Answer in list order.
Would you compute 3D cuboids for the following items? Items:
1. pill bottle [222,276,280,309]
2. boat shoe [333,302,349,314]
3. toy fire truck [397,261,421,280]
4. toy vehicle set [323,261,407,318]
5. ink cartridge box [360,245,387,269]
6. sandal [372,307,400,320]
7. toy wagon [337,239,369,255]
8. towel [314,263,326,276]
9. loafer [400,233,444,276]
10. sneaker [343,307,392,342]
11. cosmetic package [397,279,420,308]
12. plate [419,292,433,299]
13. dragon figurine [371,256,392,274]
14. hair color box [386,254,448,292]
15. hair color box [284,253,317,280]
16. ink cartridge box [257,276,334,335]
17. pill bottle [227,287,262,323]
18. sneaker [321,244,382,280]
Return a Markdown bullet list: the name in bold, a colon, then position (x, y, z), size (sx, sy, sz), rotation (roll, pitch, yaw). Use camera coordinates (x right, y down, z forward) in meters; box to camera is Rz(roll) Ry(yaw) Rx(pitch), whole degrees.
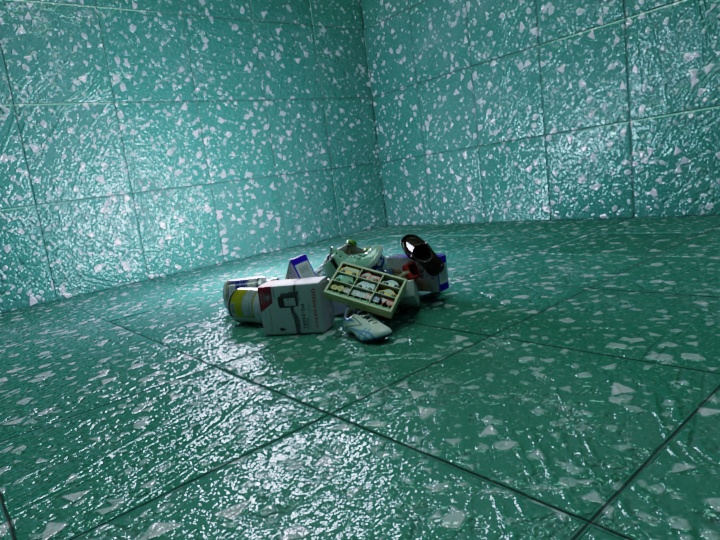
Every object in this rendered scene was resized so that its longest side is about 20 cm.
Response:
- **pill bottle**: position (-0.388, 0.083, 1.971), size (0.196, 0.118, 0.116), rotation (-6, 9, 6)
- **boat shoe**: position (-0.090, 0.105, 1.751), size (0.199, 0.076, 0.085), rotation (-13, 2, 39)
- **toy fire truck**: position (0.082, 0.052, 1.686), size (0.197, 0.049, 0.141), rotation (-25, -14, -16)
- **toy vehicle set**: position (0.014, 0.050, 1.476), size (0.196, 0.027, 0.125), rotation (15, 48, 17)
- **ink cartridge box**: position (0.004, -0.003, 1.962), size (0.198, 0.044, 0.195), rotation (-26, -31, 24)
- **sandal**: position (0.066, 0.117, 1.576), size (0.079, 0.058, 0.201), rotation (29, -7, 2)
- **toy wagon**: position (0.000, 0.000, 1.759), size (0.197, 0.158, 0.039), rotation (24, -19, -26)
- **towel**: position (-0.052, -0.001, 2.037), size (0.198, 0.049, 0.170), rotation (-31, -37, 33)
- **loafer**: position (0.183, -0.064, 1.660), size (0.073, 0.071, 0.200), rotation (-43, 42, -2)
- **sneaker**: position (0.012, 0.141, 1.430), size (0.071, 0.074, 0.199), rotation (-11, 11, -30)
- **cosmetic package**: position (0.127, 0.073, 1.596), size (0.081, 0.052, 0.200), rotation (-8, -13, 9)
- **plate**: position (0.173, 0.075, 1.825), size (0.196, 0.026, 0.200), rotation (-7, 10, 1)
- **dragon figurine**: position (0.060, 0.000, 1.628), size (0.098, 0.059, 0.200), rotation (-30, 14, 27)
- **hair color box**: position (0.183, 0.007, 1.759), size (0.198, 0.112, 0.064), rotation (1, 12, 43)
- **hair color box**: position (-0.196, 0.043, 1.787), size (0.064, 0.111, 0.201), rotation (-22, -17, -21)
- **ink cartridge box**: position (-0.186, 0.103, 1.582), size (0.196, 0.148, 0.083), rotation (-5, 9, 18)
- **pill bottle**: position (-0.326, 0.113, 1.746), size (0.197, 0.114, 0.111), rotation (0, 12, 37)
- **sneaker**: position (-0.025, -0.042, 1.603), size (0.200, 0.119, 0.073), rotation (-43, 13, -24)
